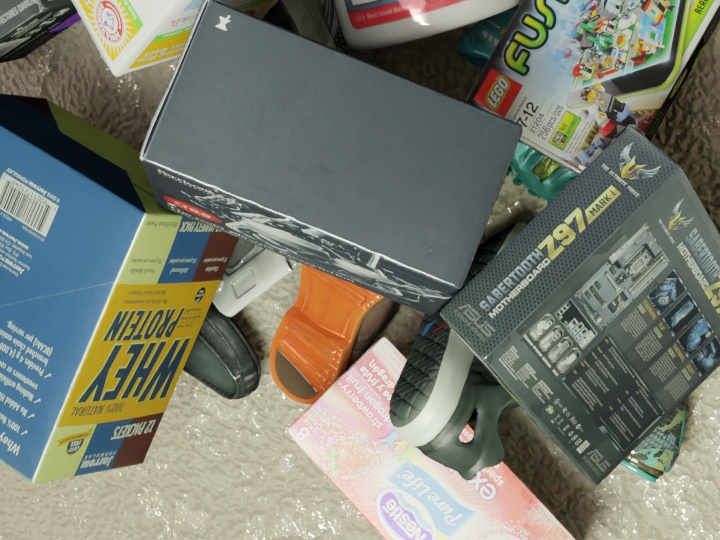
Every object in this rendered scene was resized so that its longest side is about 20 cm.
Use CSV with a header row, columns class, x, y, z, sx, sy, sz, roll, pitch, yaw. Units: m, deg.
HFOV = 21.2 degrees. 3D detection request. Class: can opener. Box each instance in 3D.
class,x,y,z,sx,sy,sz,roll,pitch,yaw
can opener,-0.048,-0.033,1.351,0.200,0.066,0.053,-34,63,28

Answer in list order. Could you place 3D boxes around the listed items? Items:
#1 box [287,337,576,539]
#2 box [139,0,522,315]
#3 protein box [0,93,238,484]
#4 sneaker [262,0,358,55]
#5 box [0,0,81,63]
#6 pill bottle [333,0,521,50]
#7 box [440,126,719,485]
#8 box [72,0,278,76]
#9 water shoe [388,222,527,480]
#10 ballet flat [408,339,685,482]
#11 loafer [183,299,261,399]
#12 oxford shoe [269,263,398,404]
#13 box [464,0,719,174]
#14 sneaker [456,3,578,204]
class,x,y,z,sx,sy,sz,roll,pitch,yaw
box,0.052,0.151,1.308,0.095,0.103,0.200,-43,84,-3
box,-0.021,-0.062,1.163,0.199,0.182,0.105,22,82,0
protein box,-0.223,0.007,1.335,0.198,0.135,0.201,30,104,23
sneaker,-0.057,-0.220,1.261,0.078,0.086,0.201,-30,85,57
box,-0.282,-0.258,1.389,0.122,0.106,0.201,-26,91,31
pill bottle,0.021,-0.247,1.181,0.119,0.120,0.201,-9,104,30
box,0.152,0.027,1.155,0.158,0.200,0.051,-44,53,0
box,-0.087,-0.215,1.136,0.200,0.112,0.102,-38,78,49
water shoe,0.080,0.054,1.247,0.079,0.200,0.071,43,137,-14
ballet flat,0.129,0.071,1.294,0.199,0.074,0.075,26,115,18
loafer,-0.160,0.033,1.423,0.200,0.070,0.068,39,142,15
oxford shoe,0.000,0.000,1.329,0.071,0.073,0.200,39,124,15
box,0.159,-0.158,1.171,0.110,0.035,0.201,30,94,14
sneaker,0.124,-0.075,1.229,0.079,0.078,0.201,-22,84,1
